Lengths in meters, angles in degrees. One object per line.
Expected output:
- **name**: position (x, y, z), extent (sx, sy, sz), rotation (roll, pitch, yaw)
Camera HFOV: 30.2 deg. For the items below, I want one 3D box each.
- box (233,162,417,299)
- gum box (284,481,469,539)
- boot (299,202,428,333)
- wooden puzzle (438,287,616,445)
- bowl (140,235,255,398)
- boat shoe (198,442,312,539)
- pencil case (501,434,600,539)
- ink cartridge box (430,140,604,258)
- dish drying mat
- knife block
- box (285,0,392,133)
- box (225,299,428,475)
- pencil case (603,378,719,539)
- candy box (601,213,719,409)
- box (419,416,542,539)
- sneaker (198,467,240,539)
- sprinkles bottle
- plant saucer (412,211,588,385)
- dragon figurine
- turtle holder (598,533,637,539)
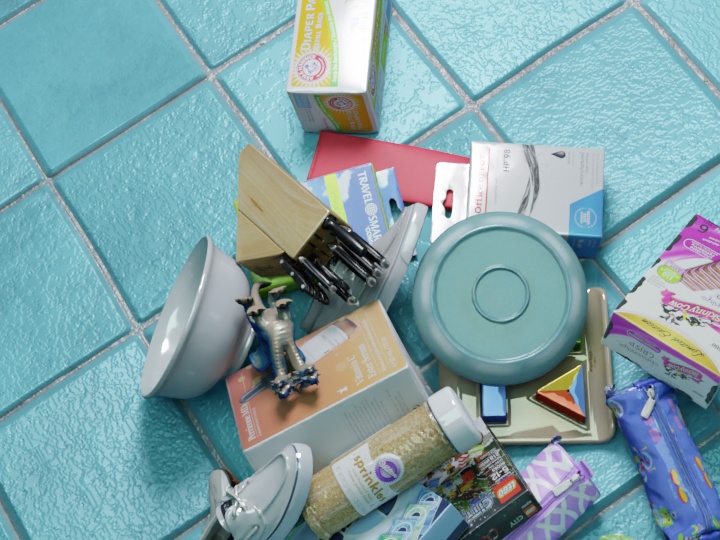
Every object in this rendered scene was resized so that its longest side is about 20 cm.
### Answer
- **box**: position (-0.043, -0.050, 1.613), extent (0.199, 0.048, 0.122), rotation (-15, 79, 5)
- **gum box**: position (-0.006, 0.284, 1.418), extent (0.170, 0.045, 0.200), rotation (-46, 34, -13)
- **boot**: position (0.000, 0.000, 1.544), extent (0.095, 0.074, 0.201), rotation (24, 101, -1)
- **wooden puzzle**: position (0.187, 0.106, 1.525), extent (0.199, 0.046, 0.186), rotation (-3, 69, 9)
- **bowl**: position (-0.177, 0.068, 1.546), extent (0.090, 0.201, 0.202), rotation (23, 71, -16)
- **boat shoe**: position (-0.117, 0.256, 1.378), extent (0.200, 0.065, 0.074), rotation (-59, 32, 21)
- **pencil case**: position (0.173, 0.276, 1.439), extent (0.200, 0.085, 0.084), rotation (-45, 95, -6)
- **ink cartridge box**: position (0.185, -0.085, 1.578), extent (0.199, 0.067, 0.116), rotation (4, 70, 4)
- **dish drying mat**: position (0.036, -0.123, 1.656), extent (0.199, 0.018, 0.077), rotation (11, 72, 14)
- **knife block**: position (-0.053, -0.057, 1.525), extent (0.175, 0.064, 0.201), rotation (-9, 68, 23)
- **box**: position (-0.024, -0.286, 1.679), extent (0.101, 0.113, 0.201), rotation (2, 70, 11)
- **box**: position (-0.031, 0.149, 1.472), extent (0.199, 0.107, 0.152), rotation (-28, 31, 1)
- **pencil case**: position (0.333, 0.208, 1.435), extent (0.078, 0.087, 0.201), rotation (-18, 70, -3)
- **candy box**: position (0.376, 0.040, 1.471), extent (0.136, 0.061, 0.200), rotation (32, 53, 19)
- **box**: position (0.082, 0.263, 1.434), extent (0.200, 0.038, 0.137), rotation (-37, 33, 3)
- **sneaker**: position (-0.166, 0.321, 1.488), extent (0.092, 0.076, 0.201), rotation (-12, 66, 9)
- **sprinkles bottle**: position (0.028, 0.201, 1.386), extent (0.200, 0.068, 0.068), rotation (-34, 67, 5)
- **plant saucer**: position (0.158, 0.028, 1.503), extent (0.199, 0.027, 0.201), rotation (-1, 79, 4)
- **dragon figurine**: position (-0.095, 0.074, 1.457), extent (0.059, 0.200, 0.100), rotation (-15, 106, -13)
- **turtle holder**: position (0.223, 0.332, 1.364), extent (0.131, 0.186, 0.141), rotation (-17, 25, -21)
